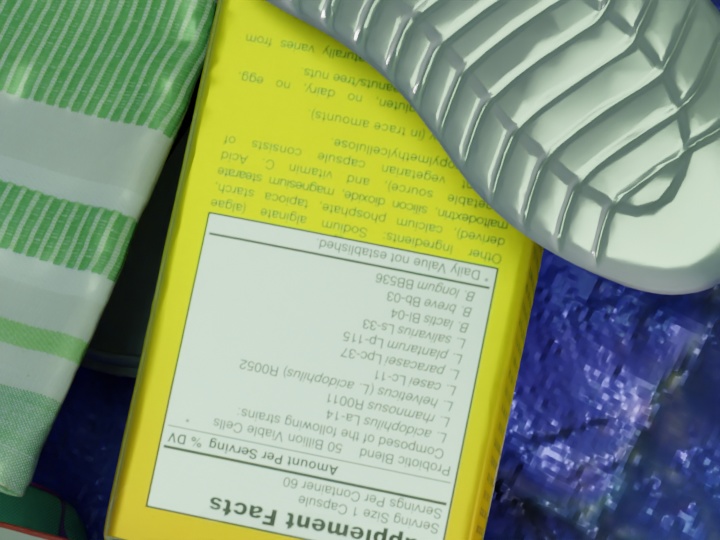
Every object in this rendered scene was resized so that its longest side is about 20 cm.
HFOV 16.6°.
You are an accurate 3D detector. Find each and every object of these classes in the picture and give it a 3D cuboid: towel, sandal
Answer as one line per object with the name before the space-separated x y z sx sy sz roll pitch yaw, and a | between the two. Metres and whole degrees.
towel | -0.137 -0.042 0.796 0.152 0.023 0.201 16 71 17
sandal | 0.041 -0.069 0.699 0.203 0.050 0.083 42 94 23

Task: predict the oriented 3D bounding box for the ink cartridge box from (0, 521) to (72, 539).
ink cartridge box | -0.069 0.113 0.747 0.109 0.200 0.051 7 75 49

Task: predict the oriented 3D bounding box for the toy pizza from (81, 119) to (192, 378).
toy pizza | -0.063 -0.060 0.878 0.199 0.032 0.201 -3 79 17

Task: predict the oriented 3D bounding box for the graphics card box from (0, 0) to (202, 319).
graphics card box | -0.144 -0.031 0.833 0.125 0.051 0.200 26 74 21

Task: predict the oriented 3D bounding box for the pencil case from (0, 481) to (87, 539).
pencil case | -0.128 0.171 0.806 0.092 0.085 0.201 3 56 -20

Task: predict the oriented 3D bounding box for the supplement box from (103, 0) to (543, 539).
supplement box | 0.000 0.000 0.773 0.108 0.110 0.201 12 84 6
